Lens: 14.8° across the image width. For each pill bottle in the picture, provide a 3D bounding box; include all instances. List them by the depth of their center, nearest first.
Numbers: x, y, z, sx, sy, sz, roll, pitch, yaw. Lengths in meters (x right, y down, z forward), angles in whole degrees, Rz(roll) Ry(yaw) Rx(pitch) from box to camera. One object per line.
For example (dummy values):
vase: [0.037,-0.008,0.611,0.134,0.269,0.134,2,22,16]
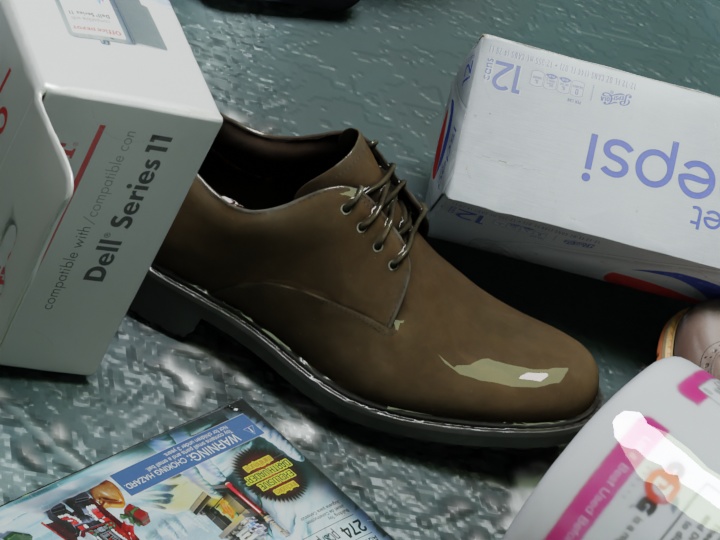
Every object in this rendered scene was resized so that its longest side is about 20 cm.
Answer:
pill bottle: [0.143,0.128,0.856,0.200,0.113,0.113,37,35,16]

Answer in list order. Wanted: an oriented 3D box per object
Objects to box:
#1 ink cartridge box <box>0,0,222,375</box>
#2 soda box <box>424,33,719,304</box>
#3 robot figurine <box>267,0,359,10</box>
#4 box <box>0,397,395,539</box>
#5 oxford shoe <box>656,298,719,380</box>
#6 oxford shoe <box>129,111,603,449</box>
ink cartridge box: [-0.110,-0.047,0.920,0.067,0.117,0.200,8,38,-30]
soda box: [0.128,-0.026,1.055,0.200,0.063,0.068,14,77,-6]
robot figurine: [-0.034,-0.202,1.161,0.200,0.150,0.125,9,28,-36]
box: [-0.058,0.120,0.801,0.137,0.040,0.200,42,37,20]
oxford shoe: [0.165,0.070,0.983,0.071,0.073,0.200,5,39,-27]
oxford shoe: [0.000,0.000,0.961,0.200,0.084,0.073,24,32,-5]
